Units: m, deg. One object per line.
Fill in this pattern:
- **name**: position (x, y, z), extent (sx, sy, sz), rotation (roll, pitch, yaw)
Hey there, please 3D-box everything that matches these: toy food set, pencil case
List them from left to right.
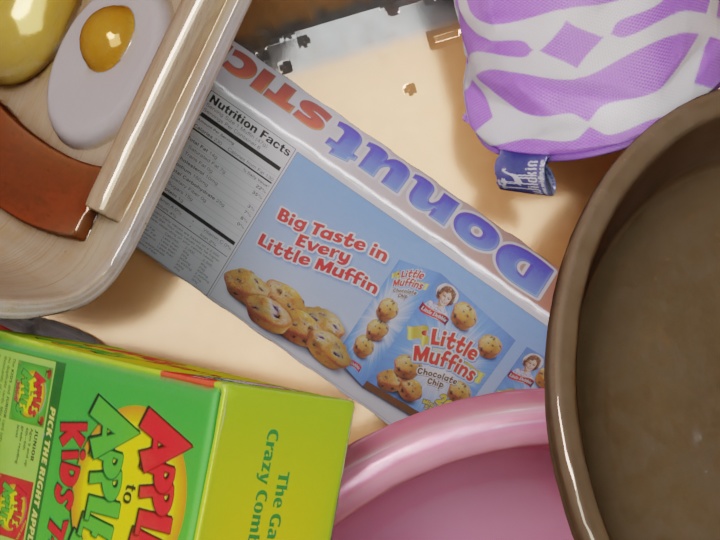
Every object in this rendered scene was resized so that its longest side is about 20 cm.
- **toy food set**: position (-0.095, -0.095, 0.831), extent (0.060, 0.143, 0.201), rotation (26, 89, -41)
- **pencil case**: position (0.044, -0.128, 0.797), extent (0.084, 0.085, 0.201), rotation (-34, 121, -35)

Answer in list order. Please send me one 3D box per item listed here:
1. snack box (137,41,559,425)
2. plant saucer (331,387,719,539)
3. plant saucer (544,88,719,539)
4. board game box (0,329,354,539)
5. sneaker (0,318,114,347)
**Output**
- **snack box**: position (0.000, 0.000, 0.869), extent (0.200, 0.024, 0.072), rotation (35, 129, 1)
- **plant saucer**: position (0.041, 0.120, 0.841), extent (0.200, 0.051, 0.201), rotation (-5, 114, -11)
- **plant saucer**: position (0.130, 0.046, 0.799), extent (0.199, 0.029, 0.201), rotation (10, 69, -28)
- **board game box**: position (-0.068, 0.123, 0.773), extent (0.047, 0.101, 0.201), rotation (10, 90, -43)
- **sneaker**: position (-0.080, 0.068, 0.864), extent (0.199, 0.077, 0.082), rotation (25, 95, 2)
